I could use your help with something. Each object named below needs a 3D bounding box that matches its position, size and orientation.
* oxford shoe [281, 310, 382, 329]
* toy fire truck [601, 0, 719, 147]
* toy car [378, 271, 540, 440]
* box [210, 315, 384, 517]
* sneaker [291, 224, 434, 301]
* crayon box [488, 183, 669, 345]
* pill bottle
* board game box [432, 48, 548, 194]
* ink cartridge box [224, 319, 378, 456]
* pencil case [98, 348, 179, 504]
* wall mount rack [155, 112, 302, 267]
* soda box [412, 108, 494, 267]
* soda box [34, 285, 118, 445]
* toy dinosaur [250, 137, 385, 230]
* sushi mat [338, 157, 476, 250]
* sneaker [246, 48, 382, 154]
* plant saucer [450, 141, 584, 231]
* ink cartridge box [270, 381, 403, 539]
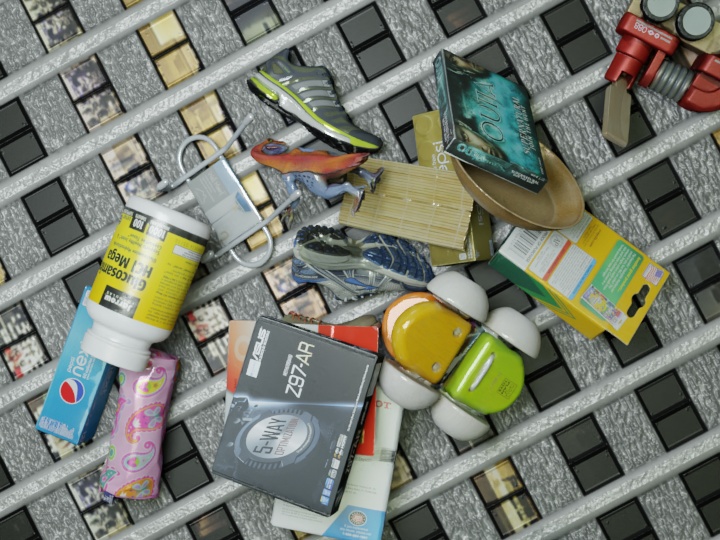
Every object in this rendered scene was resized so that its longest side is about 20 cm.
[{"bbox_3d":[-0.071,0.085,1.288,0.198,0.070,0.075,-18,86,2],"label":"oxford shoe"},{"bbox_3d":[0.394,-0.244,1.254,0.175,0.129,0.201,28,102,3],"label":"toy fire truck"},{"bbox_3d":[0.114,0.101,1.235,0.199,0.150,0.176,32,91,-20],"label":"toy car"},{"bbox_3d":[-0.076,0.173,1.176,0.159,0.044,0.202,18,91,14],"label":"box"},{"bbox_3d":[0.000,0.000,1.290,0.198,0.077,0.086,14,129,-13],"label":"sneaker"},{"bbox_3d":[0.282,-0.003,1.260,0.199,0.052,0.126,37,68,4],"label":"crayon box"},{"bbox_3d":[-0.272,0.018,1.216,0.112,0.112,0.202,21,87,3],"label":"pill bottle"},{"bbox_3d":[0.158,-0.190,1.213,0.134,0.201,0.028,21,129,-20],"label":"board game box"},{"bbox_3d":[-0.077,0.146,1.213,0.198,0.050,0.164,0,85,30],"label":"ink cartridge box"},{"bbox_3d":[-0.294,0.203,1.291,0.087,0.087,0.202,10,91,3],"label":"pencil case"},{"bbox_3d":[-0.168,-0.106,1.284,0.173,0.075,0.201,-33,88,14],"label":"wall mount rack"},{"bbox_3d":[0.122,-0.109,1.274,0.067,0.064,0.202,-8,88,33],"label":"soda box"},{"bbox_3d":[-0.362,0.125,1.303,0.064,0.068,0.202,21,90,4],"label":"soda box"},{"bbox_3d":[-0.063,-0.144,1.256,0.180,0.201,0.105,26,58,11],"label":"toy dinosaur"},{"bbox_3d":[0.059,-0.091,1.265,0.199,0.012,0.097,14,93,32],"label":"sushi mat"},{"bbox_3d":[-0.051,-0.224,1.293,0.199,0.074,0.081,34,88,1],"label":"sneaker"},{"bbox_3d":[0.186,-0.114,1.206,0.200,0.200,0.036,37,127,3],"label":"plant saucer"},{"bbox_3d":[-0.025,0.239,1.274,0.144,0.084,0.202,10,89,6],"label":"ink cartridge box"}]
